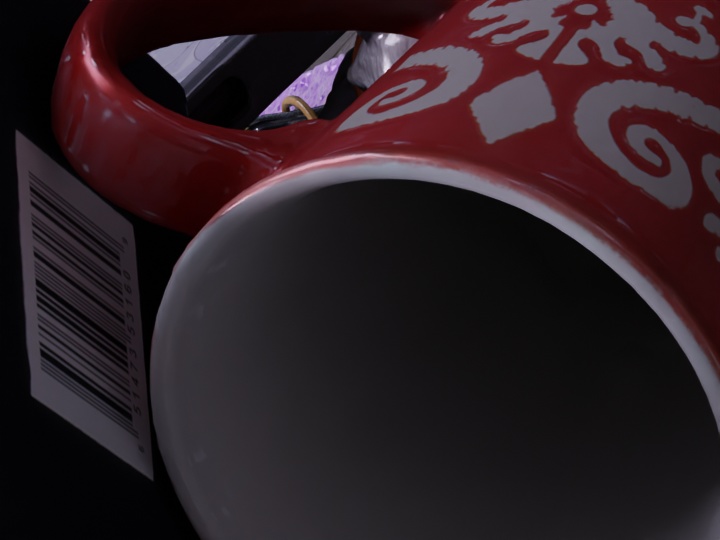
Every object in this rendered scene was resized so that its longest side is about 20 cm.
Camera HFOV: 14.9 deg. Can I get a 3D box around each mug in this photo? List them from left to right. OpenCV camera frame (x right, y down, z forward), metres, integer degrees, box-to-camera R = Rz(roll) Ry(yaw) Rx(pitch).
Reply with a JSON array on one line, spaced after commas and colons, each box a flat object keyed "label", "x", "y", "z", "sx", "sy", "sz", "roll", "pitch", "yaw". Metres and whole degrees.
[{"label": "mug", "x": 0.041, "y": -0.027, "z": 0.636, "sx": 0.133, "sy": 0.178, "sz": 0.200, "roll": -27, "pitch": 14, "yaw": 35}]

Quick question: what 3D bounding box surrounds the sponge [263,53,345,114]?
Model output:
[{"label": "sponge", "x": 0.011, "y": -0.039, "z": 1.039, "sx": 0.200, "sy": 0.030, "sz": 0.112, "roll": -24, "pitch": 49, "yaw": 46}]

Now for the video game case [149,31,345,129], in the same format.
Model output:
[{"label": "video game case", "x": -0.120, "y": -0.043, "z": 0.809, "sx": 0.181, "sy": 0.026, "sz": 0.200, "roll": -45, "pitch": 36, "yaw": -19}]

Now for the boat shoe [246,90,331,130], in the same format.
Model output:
[{"label": "boat shoe", "x": 0.000, "y": -0.037, "z": 0.939, "sx": 0.200, "sy": 0.091, "sz": 0.071, "roll": -49, "pitch": 34, "yaw": 19}]

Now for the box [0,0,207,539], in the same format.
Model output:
[{"label": "box", "x": -0.144, "y": 0.046, "z": 0.627, "sx": 0.198, "sy": 0.123, "sz": 0.201, "roll": -22, "pitch": 55, "yaw": 21}]

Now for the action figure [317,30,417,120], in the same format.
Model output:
[{"label": "action figure", "x": 0.000, "y": 0.000, "z": 0.806, "sx": 0.200, "sy": 0.104, "sz": 0.194, "roll": -38, "pitch": -25, "yaw": -36}]
